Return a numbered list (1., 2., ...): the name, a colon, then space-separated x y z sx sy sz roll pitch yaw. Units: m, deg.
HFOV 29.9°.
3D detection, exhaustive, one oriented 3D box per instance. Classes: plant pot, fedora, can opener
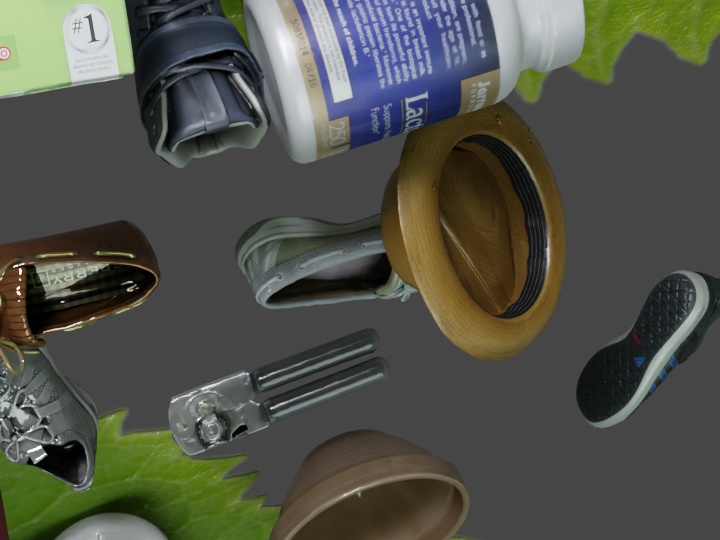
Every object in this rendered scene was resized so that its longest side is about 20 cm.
1. plant pot: -0.002 0.220 1.309 0.198 0.093 0.202 -16 143 -12
2. fedora: 0.075 -0.031 1.014 0.199 0.204 0.081 17 164 -42
3. can opener: -0.073 0.105 1.179 0.197 0.054 0.067 -20 176 -6

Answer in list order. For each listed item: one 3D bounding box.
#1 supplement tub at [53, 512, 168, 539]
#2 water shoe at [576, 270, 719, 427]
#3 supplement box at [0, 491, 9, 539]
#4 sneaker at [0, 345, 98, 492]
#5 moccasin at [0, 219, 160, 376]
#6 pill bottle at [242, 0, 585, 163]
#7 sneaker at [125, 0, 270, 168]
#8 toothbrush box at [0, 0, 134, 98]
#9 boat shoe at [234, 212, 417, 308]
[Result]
1. supplement tub: -0.217 0.335 1.287 0.143 0.146 0.201 -22 144 -3
2. water shoe: 0.290 0.085 1.321 0.078 0.072 0.201 4 136 -35
3. supplement box: -0.369 0.187 0.974 0.132 0.202 0.197 -33 143 14
4. sneaker: -0.257 0.105 1.035 0.074 0.083 0.200 -31 143 10
5. moccasin: -0.237 0.024 0.938 0.198 0.078 0.075 -11 118 -16
6. pill bottle: 0.034 -0.150 0.855 0.197 0.117 0.116 -18 143 -8
7. sneaker: -0.100 -0.153 0.755 0.076 0.147 0.204 -14 141 -9
8. toothbrush box: -0.197 -0.185 0.635 0.144 0.086 0.203 -13 109 -15
9. boat shoe: 0.000 -0.001 1.061 0.199 0.065 0.075 2 137 -31
